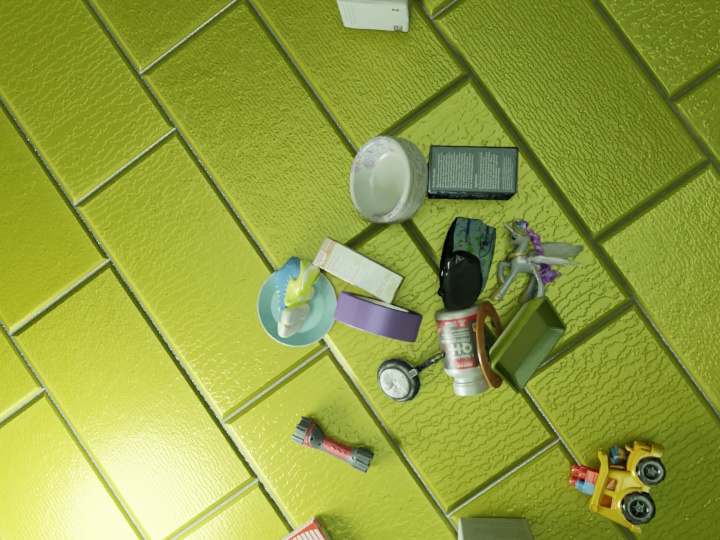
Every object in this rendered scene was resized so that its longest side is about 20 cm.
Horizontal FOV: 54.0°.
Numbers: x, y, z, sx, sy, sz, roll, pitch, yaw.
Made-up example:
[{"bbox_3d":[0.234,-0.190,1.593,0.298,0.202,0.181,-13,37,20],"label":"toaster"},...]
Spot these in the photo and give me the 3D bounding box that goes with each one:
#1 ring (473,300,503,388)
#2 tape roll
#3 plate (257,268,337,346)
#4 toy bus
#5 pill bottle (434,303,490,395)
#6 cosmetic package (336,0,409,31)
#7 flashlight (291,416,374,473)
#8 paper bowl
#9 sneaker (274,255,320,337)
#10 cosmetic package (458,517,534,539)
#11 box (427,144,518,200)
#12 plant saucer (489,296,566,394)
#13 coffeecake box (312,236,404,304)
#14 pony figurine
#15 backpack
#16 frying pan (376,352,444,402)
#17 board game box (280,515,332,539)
[{"bbox_3d":[0.294,0.169,1.613,0.019,0.200,0.201,-10,89,27],"label":"ring"},{"bbox_3d":[0.040,0.105,1.628,0.199,0.200,0.066,16,91,5],"label":"tape roll"},{"bbox_3d":[-0.154,0.087,1.735,0.199,0.026,0.201,0,90,6],"label":"plate"},{"bbox_3d":[0.588,0.473,1.625,0.191,0.136,0.201,17,89,21],"label":"toy bus"},{"bbox_3d":[0.244,0.185,1.652,0.110,0.111,0.201,-11,93,5],"label":"pill bottle"},{"bbox_3d":[0.042,-0.687,1.645,0.164,0.165,0.201,7,89,6],"label":"cosmetic package"},{"bbox_3d":[-0.065,0.421,1.705,0.199,0.068,0.068,23,97,6],"label":"flashlight"},{"bbox_3d":[0.076,-0.208,1.646,0.200,0.104,0.202,-1,88,47],"label":"paper bowl"},{"bbox_3d":[-0.168,0.056,1.699,0.105,0.076,0.201,33,105,34],"label":"sneaker"},{"bbox_3d":[0.308,0.673,1.597,0.164,0.200,0.166,-1,91,5],"label":"cosmetic package"},{"bbox_3d":[0.256,-0.224,1.634,0.199,0.148,0.108,2,90,6],"label":"box"},{"bbox_3d":[0.375,0.164,1.615,0.048,0.200,0.200,35,85,39],"label":"plant saucer"},{"bbox_3d":[0.000,0.000,1.655,0.199,0.154,0.073,28,92,5],"label":"coffeecake box"},{"bbox_3d":[0.405,-0.012,1.633,0.192,0.167,0.201,15,107,13],"label":"pony figurine"},{"bbox_3d":[0.244,-0.033,1.621,0.153,0.200,0.164,-3,130,-1],"label":"backpack"},{"bbox_3d":[0.120,0.260,1.673,0.189,0.031,0.115,-9,101,30],"label":"frying pan"},{"bbox_3d":[-0.115,0.727,1.720,0.151,0.046,0.200,-36,87,4],"label":"board game box"}]
